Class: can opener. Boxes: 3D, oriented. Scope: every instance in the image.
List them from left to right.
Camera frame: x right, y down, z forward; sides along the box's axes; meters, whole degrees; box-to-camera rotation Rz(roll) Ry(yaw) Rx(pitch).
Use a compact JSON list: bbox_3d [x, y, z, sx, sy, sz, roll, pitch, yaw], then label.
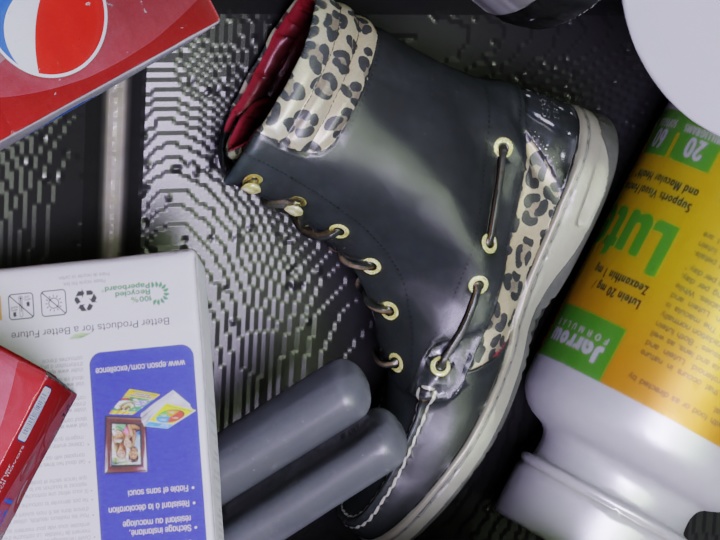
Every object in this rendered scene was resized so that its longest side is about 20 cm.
[{"bbox_3d":[-0.072,0.112,0.976,0.199,0.067,0.053,-33,111,9],"label":"can opener"}]

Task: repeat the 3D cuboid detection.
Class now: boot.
[{"bbox_3d":[0.000,-0.001,1.014,0.153,0.073,0.205,26,93,-23],"label":"boot"}]

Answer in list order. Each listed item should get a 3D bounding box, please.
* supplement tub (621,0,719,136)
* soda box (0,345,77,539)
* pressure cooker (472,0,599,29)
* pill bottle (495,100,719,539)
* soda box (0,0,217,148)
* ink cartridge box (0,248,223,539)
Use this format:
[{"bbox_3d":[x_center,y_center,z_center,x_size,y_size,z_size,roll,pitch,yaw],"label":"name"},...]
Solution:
[{"bbox_3d":[0.209,-0.133,1.012,0.199,0.140,0.142,-24,114,-48],"label":"supplement tub"},{"bbox_3d":[-0.181,0.114,0.891,0.070,0.063,0.201,26,83,7],"label":"soda box"},{"bbox_3d":[0.039,-0.212,0.917,0.199,0.176,0.179,36,84,-16],"label":"pressure cooker"},{"bbox_3d":[0.139,0.033,1.065,0.111,0.111,0.201,29,87,-29],"label":"pill bottle"},{"bbox_3d":[-0.151,-0.071,0.880,0.199,0.063,0.070,-32,100,-32],"label":"soda box"},{"bbox_3d":[-0.099,0.096,0.936,0.094,0.037,0.202,-5,77,3],"label":"ink cartridge box"}]
